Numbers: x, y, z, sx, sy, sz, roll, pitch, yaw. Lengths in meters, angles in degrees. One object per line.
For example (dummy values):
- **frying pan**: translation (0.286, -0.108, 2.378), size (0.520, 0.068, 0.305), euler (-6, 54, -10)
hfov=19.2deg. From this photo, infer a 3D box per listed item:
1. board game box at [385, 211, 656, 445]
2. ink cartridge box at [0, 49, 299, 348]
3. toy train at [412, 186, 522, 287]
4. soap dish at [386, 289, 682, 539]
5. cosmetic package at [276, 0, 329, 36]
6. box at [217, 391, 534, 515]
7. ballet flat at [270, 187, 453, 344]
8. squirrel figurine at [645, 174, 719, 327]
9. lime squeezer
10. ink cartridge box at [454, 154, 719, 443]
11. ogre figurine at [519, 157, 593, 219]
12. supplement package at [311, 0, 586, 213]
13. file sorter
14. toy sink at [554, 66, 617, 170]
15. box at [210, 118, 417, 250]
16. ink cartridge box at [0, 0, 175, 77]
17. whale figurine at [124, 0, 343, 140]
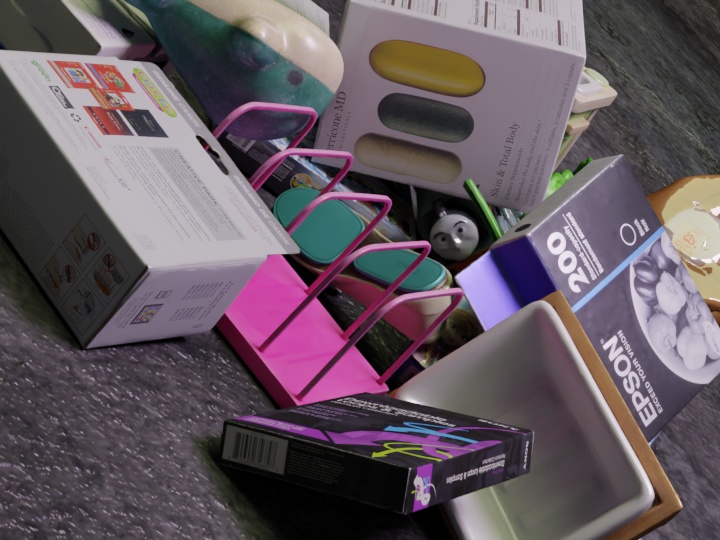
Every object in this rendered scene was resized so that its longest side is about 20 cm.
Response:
- **board game box**: translation (0.152, 0.083, 1.716), size (0.200, 0.043, 0.199), euler (43, 51, 0)
- **ink cartridge box**: translation (-0.165, -0.052, 1.472), size (0.175, 0.084, 0.200), euler (-5, 52, -55)
- **toy train**: translation (0.090, -0.042, 1.871), size (0.114, 0.085, 0.200), euler (58, 14, -21)
- **soap dish**: translation (0.128, 0.136, 1.554), size (0.081, 0.157, 0.201), euler (43, 17, -56)
- **cosmetic package**: translation (-0.125, -0.237, 1.891), size (0.200, 0.081, 0.113), euler (35, 23, -18)
- **box**: translation (0.015, 0.120, 1.451), size (0.142, 0.036, 0.200), euler (12, 7, 27)
- **ballet flat**: translation (0.000, 0.000, 1.688), size (0.069, 0.070, 0.200), euler (17, 12, -47)
- **squirrel figurine**: translation (0.255, 0.013, 1.974), size (0.199, 0.187, 0.142), euler (2, 62, -15)
- **lime squeezer**: translation (0.105, 0.019, 1.686), size (0.038, 0.070, 0.201), euler (77, 18, -57)
- **ink cartridge box**: translation (0.189, 0.038, 1.677), size (0.200, 0.043, 0.199), euler (-38, 102, -38)
- **ogre figurine**: translation (0.237, -0.050, 2.153), size (0.120, 0.098, 0.200), euler (36, 9, 13)
- **supplement package**: translation (0.075, -0.163, 1.807), size (0.199, 0.152, 0.151), euler (13, 27, -3)
- **file sorter**: translation (-0.039, -0.013, 1.574), size (0.200, 0.125, 0.139), euler (50, 23, 17)
- **toy sink**: translation (0.170, -0.167, 2.094), size (0.112, 0.200, 0.130), euler (39, 20, 13)
- **box**: translation (-0.040, -0.096, 1.835), size (0.200, 0.040, 0.137), euler (35, 25, -21)
- **ink cartridge box**: translation (-0.209, -0.199, 1.694), size (0.116, 0.068, 0.200), euler (49, 22, 10)
- **whale figurine**: translation (-0.112, -0.172, 1.643), size (0.199, 0.104, 0.159), euler (28, 0, -26)
